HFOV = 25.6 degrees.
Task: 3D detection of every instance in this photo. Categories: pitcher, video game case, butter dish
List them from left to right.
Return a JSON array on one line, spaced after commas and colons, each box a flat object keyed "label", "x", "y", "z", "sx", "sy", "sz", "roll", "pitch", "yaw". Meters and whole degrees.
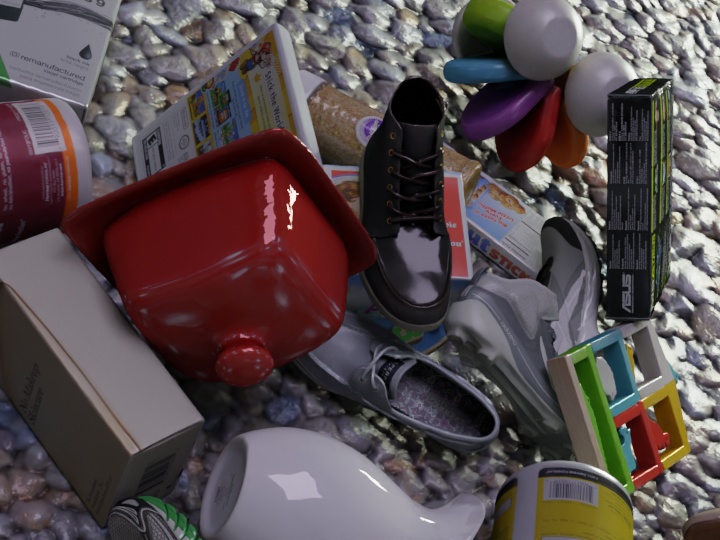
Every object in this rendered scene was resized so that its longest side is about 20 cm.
[{"label": "video game case", "x": -0.116, "y": -0.090, "z": 1.349, "sx": 0.023, "sy": 0.182, "sz": 0.201, "roll": 33, "pitch": 31, "yaw": -41}, {"label": "butter dish", "x": -0.095, "y": 0.019, "z": 1.198, "sx": 0.199, "sy": 0.200, "sz": 0.149, "roll": -21, "pitch": 53, "yaw": 13}, {"label": "pitcher", "x": -0.018, "y": 0.215, "z": 1.171, "sx": 0.199, "sy": 0.121, "sz": 0.173, "roll": 23, "pitch": 59, "yaw": -21}]

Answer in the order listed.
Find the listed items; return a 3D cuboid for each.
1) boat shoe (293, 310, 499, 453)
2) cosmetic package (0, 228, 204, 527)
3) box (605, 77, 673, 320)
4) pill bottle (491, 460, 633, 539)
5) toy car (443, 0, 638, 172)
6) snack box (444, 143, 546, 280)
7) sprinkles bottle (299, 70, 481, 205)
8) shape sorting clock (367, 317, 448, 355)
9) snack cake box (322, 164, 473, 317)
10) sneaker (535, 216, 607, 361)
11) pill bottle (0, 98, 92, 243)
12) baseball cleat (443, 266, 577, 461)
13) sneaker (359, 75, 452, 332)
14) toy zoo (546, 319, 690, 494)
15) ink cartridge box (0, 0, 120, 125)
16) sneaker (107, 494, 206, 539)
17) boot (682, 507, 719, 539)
[{"label": "boat shoe", "x": 0.030, "y": 0.086, "z": 1.316, "sx": 0.200, "sy": 0.072, "sz": 0.070, "roll": 29, "pitch": 78, "yaw": -2}, {"label": "cosmetic package", "x": -0.211, "y": 0.079, "z": 1.198, "sx": 0.073, "sy": 0.104, "sz": 0.200, "roll": -24, "pitch": 63, "yaw": -39}, {"label": "box", "x": 0.258, "y": -0.071, "z": 1.458, "sx": 0.047, "sy": 0.202, "sz": 0.193, "roll": 3, "pitch": 12, "yaw": 18}, {"label": "pill bottle", "x": 0.151, "y": 0.253, "z": 1.209, "sx": 0.111, "sy": 0.112, "sz": 0.201, "roll": 20, "pitch": 45, "yaw": -8}, {"label": "toy car", "x": 0.164, "y": -0.181, "z": 1.587, "sx": 0.200, "sy": 0.175, "sz": 0.150, "roll": 40, "pitch": 83, "yaw": -25}, {"label": "snack box", "x": 0.119, "y": -0.057, "z": 1.537, "sx": 0.200, "sy": 0.024, "sz": 0.072, "roll": 38, "pitch": 47, "yaw": 10}, {"label": "sprinkles bottle", "x": 0.014, "y": -0.116, "z": 1.492, "sx": 0.199, "sy": 0.068, "sz": 0.068, "roll": 29, "pitch": 44, "yaw": 11}, {"label": "shape sorting clock", "x": 0.000, "y": 0.000, "z": 1.418, "sx": 0.199, "sy": 0.039, "sz": 0.201, "roll": 14, "pitch": 46, "yaw": -14}, {"label": "snack cake box", "x": -0.009, "y": -0.026, "z": 1.367, "sx": 0.198, "sy": 0.067, "sz": 0.116, "roll": 3, "pitch": 55, "yaw": -10}, {"label": "sneaker", "x": 0.175, "y": 0.037, "z": 1.432, "sx": 0.079, "sy": 0.074, "sz": 0.201, "roll": 6, "pitch": 59, "yaw": -9}, {"label": "pill bottle", "x": -0.327, "y": -0.073, "z": 1.271, "sx": 0.199, "sy": 0.114, "sz": 0.115, "roll": -10, "pitch": 55, "yaw": -32}, {"label": "baseball cleat", "x": 0.154, "y": 0.080, "z": 1.339, "sx": 0.200, "sy": 0.070, "sz": 0.107, "roll": 49, "pitch": 62, "yaw": -26}, {"label": "sneaker", "x": 0.038, "y": -0.056, "z": 1.290, "sx": 0.074, "sy": 0.106, "sz": 0.201, "roll": -1, "pitch": 57, "yaw": -13}, {"label": "toy zoo", "x": 0.232, "y": 0.115, "z": 1.370, "sx": 0.200, "sy": 0.020, "sz": 0.132, "roll": -17, "pitch": 90, "yaw": -54}, {"label": "ink cartridge box", "x": -0.302, "y": -0.204, "z": 1.423, "sx": 0.145, "sy": 0.084, "sz": 0.201, "roll": 17, "pitch": 45, "yaw": -12}, {"label": "sneaker", "x": -0.139, "y": 0.245, "z": 1.100, "sx": 0.085, "sy": 0.078, "sz": 0.201, "roll": -5, "pitch": 54, "yaw": -29}, {"label": "boot", "x": 0.362, "y": 0.196, "z": 1.405, "sx": 0.199, "sy": 0.070, "sz": 0.147, "roll": 13, "pitch": 40, "yaw": -16}]
